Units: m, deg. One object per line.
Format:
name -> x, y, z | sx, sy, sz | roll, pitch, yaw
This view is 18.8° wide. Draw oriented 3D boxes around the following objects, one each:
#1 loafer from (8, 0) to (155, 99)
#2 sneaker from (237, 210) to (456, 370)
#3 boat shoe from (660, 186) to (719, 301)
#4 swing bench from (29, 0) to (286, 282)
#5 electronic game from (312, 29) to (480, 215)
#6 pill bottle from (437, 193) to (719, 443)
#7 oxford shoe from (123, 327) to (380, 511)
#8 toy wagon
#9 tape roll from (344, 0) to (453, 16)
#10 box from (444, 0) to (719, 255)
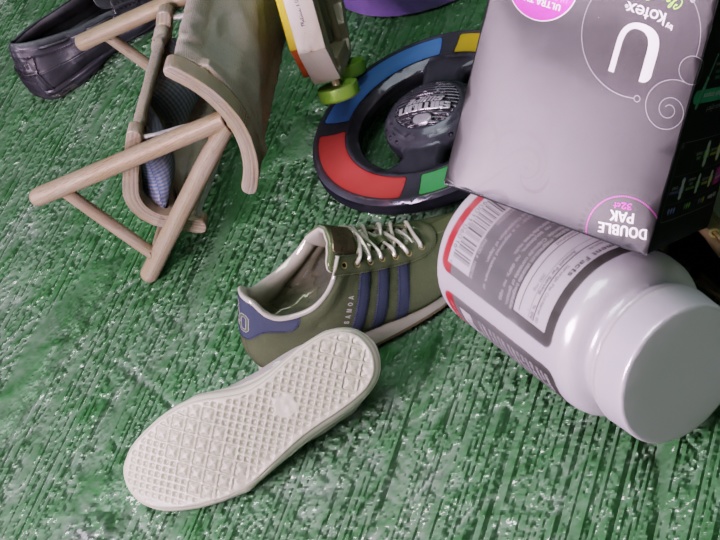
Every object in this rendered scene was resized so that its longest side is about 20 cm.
loafer -> -0.228, -0.235, 1.939 | 0.200, 0.071, 0.068 | -42, 41, -18
sneaker -> 0.000, 0.000, 1.529 | 0.199, 0.090, 0.067 | -33, 38, -7
boat shoe -> 0.221, -0.027, 1.447 | 0.066, 0.074, 0.200 | -34, 39, -18
swing bench -> -0.134, -0.137, 1.669 | 0.200, 0.129, 0.200 | -37, 29, 37
electronic game -> 0.056, -0.116, 1.667 | 0.198, 0.042, 0.201 | -16, 40, 14
pill bottle -> 0.147, 0.023, 1.401 | 0.114, 0.114, 0.200 | -37, 40, -12
oxford shoe -> -0.071, 0.104, 1.487 | 0.199, 0.076, 0.058 | -31, -4, 7
toy wagon -> -0.034, -0.221, 1.696 | 0.039, 0.157, 0.200 | -13, 17, 9
tape roll -> 0.048, -0.314, 1.858 | 0.198, 0.085, 0.201 | -17, 40, 14
box -> 0.160, -0.132, 1.353 | 0.147, 0.202, 0.124 | 21, 18, 23
